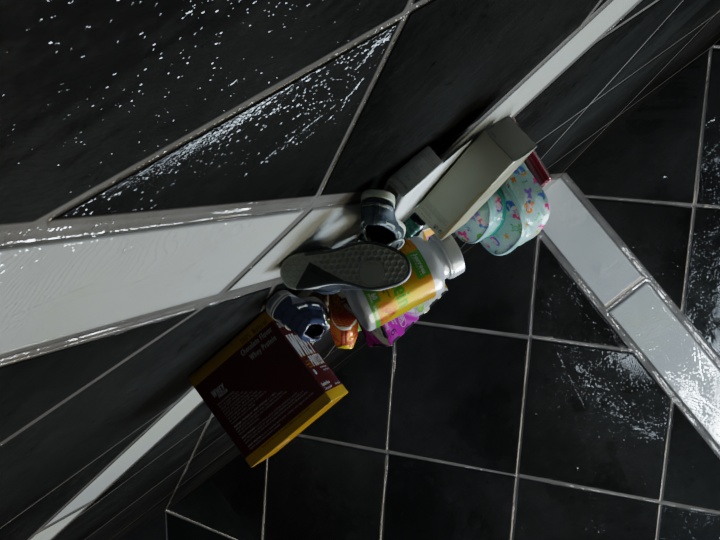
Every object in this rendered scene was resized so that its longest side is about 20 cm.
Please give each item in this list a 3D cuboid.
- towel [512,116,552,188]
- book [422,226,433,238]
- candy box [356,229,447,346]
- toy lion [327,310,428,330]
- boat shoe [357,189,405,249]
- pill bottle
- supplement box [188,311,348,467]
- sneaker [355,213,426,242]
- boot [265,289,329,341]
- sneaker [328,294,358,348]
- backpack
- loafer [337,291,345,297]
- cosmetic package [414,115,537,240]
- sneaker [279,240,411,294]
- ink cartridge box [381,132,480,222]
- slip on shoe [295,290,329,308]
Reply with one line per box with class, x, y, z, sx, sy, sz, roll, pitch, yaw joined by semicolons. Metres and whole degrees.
towel;0.263;-0.172;1.765;0.022;0.146;0.200;-14;157;-43
book;0.137;-0.088;1.886;0.198;0.048;0.134;-23;169;-17
candy box;0.067;0.031;1.732;0.061;0.138;0.200;-6;-154;44
toy lion;0.023;0.081;2.049;0.191;0.069;0.199;-35;-147;-33
boat shoe;0.034;-0.062;1.463;0.200;0.074;0.063;83;14;-71
pill bottle;0.074;0.010;1.590;0.198;0.112;0.111;-27;170;-11
supplement box;-0.167;0.211;1.717;0.197;0.201;0.133;-40;172;10
sneaker;0.050;-0.057;1.699;0.199;0.075;0.087;-34;175;-40
boot;-0.090;0.094;1.658;0.073;0.090;0.200;-54;156;8
sneaker;-0.033;0.073;1.778;0.201;0.072;0.078;-80;175;-56
backpack;0.237;-0.129;1.680;0.150;0.201;0.178;-34;172;-30
loafer;0.000;0.000;1.779;0.199;0.070;0.070;-31;166;-49
cosmetic package;0.188;-0.151;1.532;0.103;0.073;0.200;-34;169;-50
sneaker;-0.011;-0.002;1.469;0.200;0.078;0.146;-1;177;12
ink cartridge box;0.099;-0.147;1.526;0.173;0.044;0.200;-42;173;-19
slip on shoe;-0.089;0.069;1.794;0.076;0.061;0.200;-39;172;3
